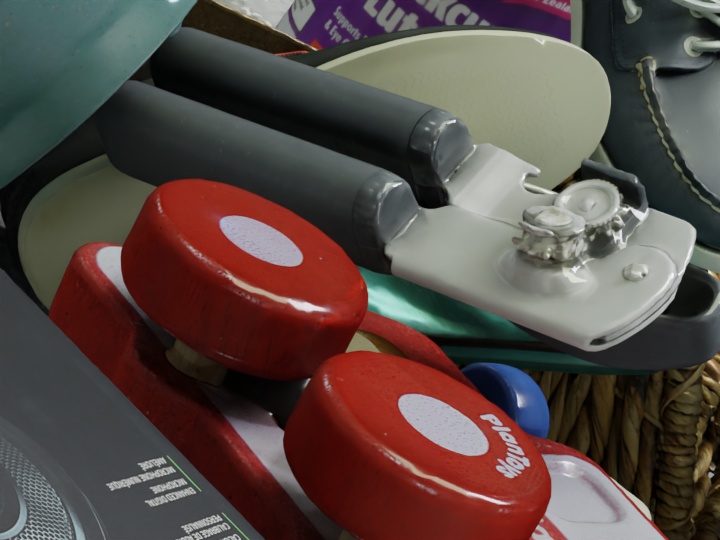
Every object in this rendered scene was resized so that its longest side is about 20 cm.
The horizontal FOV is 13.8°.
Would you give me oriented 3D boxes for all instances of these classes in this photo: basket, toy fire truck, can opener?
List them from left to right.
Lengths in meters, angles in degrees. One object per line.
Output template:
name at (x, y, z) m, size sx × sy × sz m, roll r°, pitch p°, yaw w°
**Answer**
toy fire truck at (0.008, 0.064, 0.797) m, size 0.167 × 0.113 × 0.200 m, roll 9°, pitch 28°, yaw -43°
can opener at (0.010, -0.016, 0.849) m, size 0.199 × 0.067 × 0.053 m, roll 23°, pitch 54°, yaw 31°
basket at (0.109, 0.015, 1.077) m, size 0.149 × 0.143 × 0.200 m, roll 38°, pitch 20°, yaw 4°

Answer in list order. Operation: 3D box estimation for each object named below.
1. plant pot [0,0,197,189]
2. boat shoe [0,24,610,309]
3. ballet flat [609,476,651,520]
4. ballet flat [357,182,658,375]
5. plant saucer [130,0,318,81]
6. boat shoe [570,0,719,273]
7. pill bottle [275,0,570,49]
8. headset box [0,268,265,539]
plant pot at (-0.126, -0.104, 0.885) m, size 0.134 × 0.200 × 0.200 m, roll 47°, pitch 17°, yaw -15°
boat shoe at (-0.019, -0.041, 0.956) m, size 0.200 × 0.074 × 0.063 m, roll -16°, pitch 29°, yaw -10°
ballet flat at (0.080, 0.109, 0.936) m, size 0.200 × 0.064 × 0.076 m, roll 42°, pitch 19°, yaw 10°
ballet flat at (0.000, 0.000, 0.916) m, size 0.199 × 0.071 × 0.067 m, roll -2°, pitch -6°, yaw -12°
plant saucer at (-0.069, -0.077, 1.054) m, size 0.199 × 0.036 × 0.200 m, roll 24°, pitch -1°, yaw 0°
boat shoe at (0.115, -0.082, 1.011) m, size 0.075 × 0.062 × 0.201 m, roll 21°, pitch 38°, yaw -20°
pill bottle at (0.054, -0.129, 1.215) m, size 0.111 × 0.200 × 0.112 m, roll 32°, pitch 20°, yaw -13°
headset box at (-0.087, 0.098, 0.625) m, size 0.200 × 0.093 × 0.174 m, roll 45°, pitch 21°, yaw 17°
